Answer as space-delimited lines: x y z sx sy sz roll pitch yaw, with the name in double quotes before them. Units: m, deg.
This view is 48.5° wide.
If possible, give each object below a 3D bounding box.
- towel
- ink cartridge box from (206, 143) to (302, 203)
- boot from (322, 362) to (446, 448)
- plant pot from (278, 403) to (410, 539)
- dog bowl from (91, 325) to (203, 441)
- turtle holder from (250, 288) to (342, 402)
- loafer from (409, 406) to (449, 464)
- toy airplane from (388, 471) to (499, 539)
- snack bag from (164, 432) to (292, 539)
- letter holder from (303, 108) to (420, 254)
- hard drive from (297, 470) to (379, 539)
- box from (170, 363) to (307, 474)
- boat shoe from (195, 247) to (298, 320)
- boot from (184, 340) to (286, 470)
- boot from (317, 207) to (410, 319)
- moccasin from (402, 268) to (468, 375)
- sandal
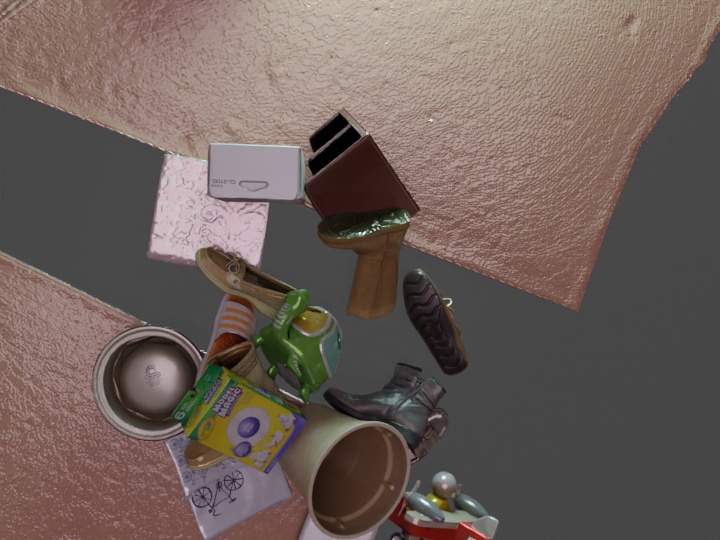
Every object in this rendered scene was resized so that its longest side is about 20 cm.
"towel" -0.263 -0.098 1.406 0.199 0.032 0.192 9 93 -5
"ink cartridge box" -0.163 -0.153 1.292 0.145 0.200 0.083 2 92 -3
"boot" 0.044 0.222 1.437 0.199 0.070 0.132 24 72 10
"plant pot" -0.047 0.319 1.358 0.199 0.183 0.202 -10 108 -32
"dog bowl" -0.361 0.191 1.400 0.199 0.074 0.202 0 94 -3
"turtle holder" -0.107 0.117 1.372 0.132 0.141 0.186 -43 114 -27
"loafer" 0.083 0.327 1.445 0.200 0.063 0.072 -38 96 0
"toy airplane" 0.152 0.424 1.390 0.198 0.200 0.142 7 76 -7
"snack bag" -0.228 0.354 1.409 0.188 0.021 0.201 -20 96 -29
"letter holder" -0.016 -0.140 1.335 0.142 0.101 0.200 -39 135 2
"hard drive" -0.041 0.481 1.467 0.131 0.025 0.201 21 93 -5
"box" -0.194 0.238 1.283 0.200 0.048 0.118 35 92 -33
"boat shoe" -0.192 0.013 1.371 0.200 0.073 0.063 38 113 -26
"boot" -0.231 0.224 1.327 0.200 0.073 0.156 -36 130 -18
"boot" 0.000 0.000 1.346 0.174 0.066 0.201 -8 131 -24
"moccasin" 0.136 0.088 1.430 0.073 0.078 0.202 -31 100 14
"sandal" -0.217 0.127 1.376 0.079 0.059 0.208 34 65 -41
